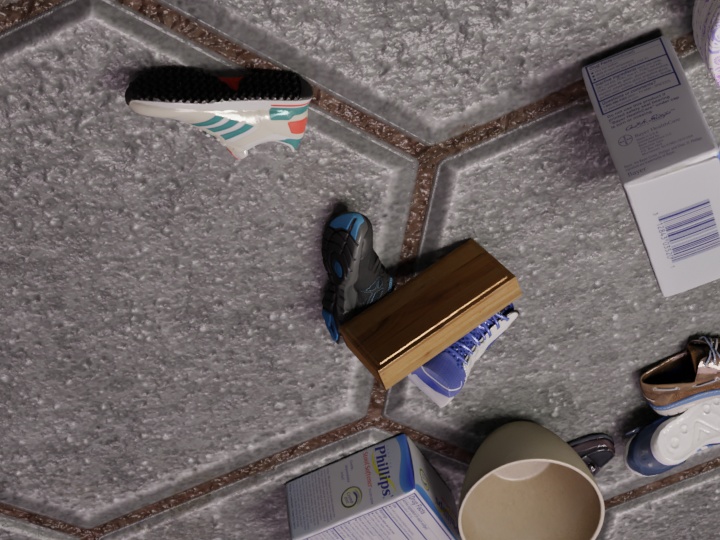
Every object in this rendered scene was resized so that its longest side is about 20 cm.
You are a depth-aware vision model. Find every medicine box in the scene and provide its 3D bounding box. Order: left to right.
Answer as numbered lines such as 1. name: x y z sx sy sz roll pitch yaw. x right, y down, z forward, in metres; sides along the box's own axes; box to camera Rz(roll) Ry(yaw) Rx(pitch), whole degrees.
1. medicine box: 0.021 0.352 1.977 0.198 0.104 0.183 -24 133 12
2. medicine box: 0.330 -0.114 1.506 0.102 0.202 0.183 -20 135 12

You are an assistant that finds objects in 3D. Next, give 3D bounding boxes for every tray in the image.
1. tray: 0.082 0.048 1.645 0.199 0.099 0.037 -34 131 -11

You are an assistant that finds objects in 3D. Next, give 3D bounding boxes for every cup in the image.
1. cup: 0.225 0.292 1.917 0.197 0.144 0.203 -1 123 -2

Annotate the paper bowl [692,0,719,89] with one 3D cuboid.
1. paper bowl: 0.444 -0.276 1.449 0.197 0.105 0.202 -5 134 -6

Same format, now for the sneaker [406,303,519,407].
1. sneaker: 0.126 0.072 1.683 0.080 0.199 0.116 39 120 3

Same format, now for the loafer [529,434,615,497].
1. loafer: 0.285 0.308 2.014 0.198 0.063 0.072 -30 132 18

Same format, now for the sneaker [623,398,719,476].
1. sneaker: 0.462 0.226 1.977 0.198 0.081 0.146 -26 172 -21

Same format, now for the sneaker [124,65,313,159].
1. sneaker: -0.149 -0.158 1.470 0.197 0.071 0.094 -2 128 -13

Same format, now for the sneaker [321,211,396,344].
1. sneaker: 0.000 0.000 1.667 0.081 0.074 0.201 -17 142 -20

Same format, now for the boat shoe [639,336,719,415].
1. boat shoe: 0.469 0.130 1.871 0.199 0.073 0.072 -32 130 19
